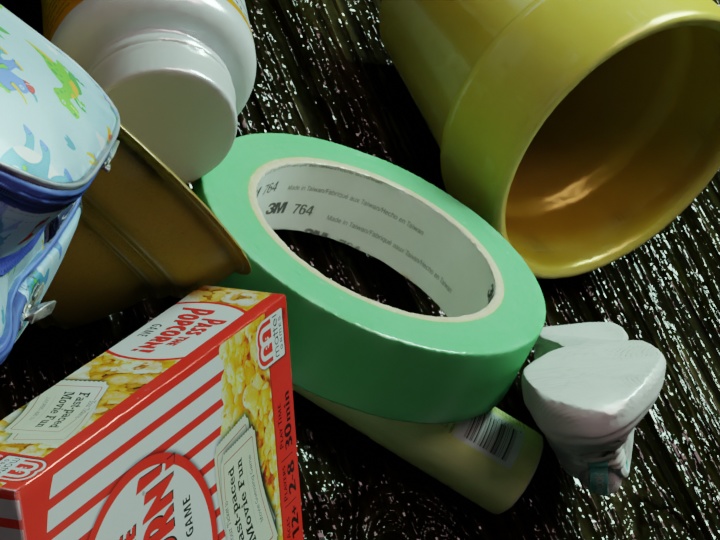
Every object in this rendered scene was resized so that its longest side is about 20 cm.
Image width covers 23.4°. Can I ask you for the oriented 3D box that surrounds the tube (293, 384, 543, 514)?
[{"bbox_3d":[0.003,0.060,0.931,0.200,0.058,0.052,32,77,-10],"label":"tube"}]

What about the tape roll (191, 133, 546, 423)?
[{"bbox_3d":[0.000,0.000,0.931,0.200,0.048,0.201,20,28,-11],"label":"tape roll"}]

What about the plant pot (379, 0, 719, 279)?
[{"bbox_3d":[0.115,-0.129,1.105,0.201,0.201,0.189,1,38,-42],"label":"plant pot"}]

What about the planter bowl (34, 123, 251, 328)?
[{"bbox_3d":[-0.152,-0.032,0.788,0.200,0.200,0.083,40,81,-6],"label":"planter bowl"}]

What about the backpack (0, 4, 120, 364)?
[{"bbox_3d":[-0.184,-0.030,0.583,0.183,0.147,0.200,37,23,-16],"label":"backpack"}]

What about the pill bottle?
[{"bbox_3d":[-0.116,-0.138,0.934,0.109,0.109,0.200,20,36,-29],"label":"pill bottle"}]

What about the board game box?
[{"bbox_3d":[-0.090,0.111,0.704,0.046,0.152,0.200,6,22,25],"label":"board game box"}]

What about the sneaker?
[{"bbox_3d":[0.128,0.083,0.946,0.200,0.075,0.089,-45,130,-81],"label":"sneaker"}]
